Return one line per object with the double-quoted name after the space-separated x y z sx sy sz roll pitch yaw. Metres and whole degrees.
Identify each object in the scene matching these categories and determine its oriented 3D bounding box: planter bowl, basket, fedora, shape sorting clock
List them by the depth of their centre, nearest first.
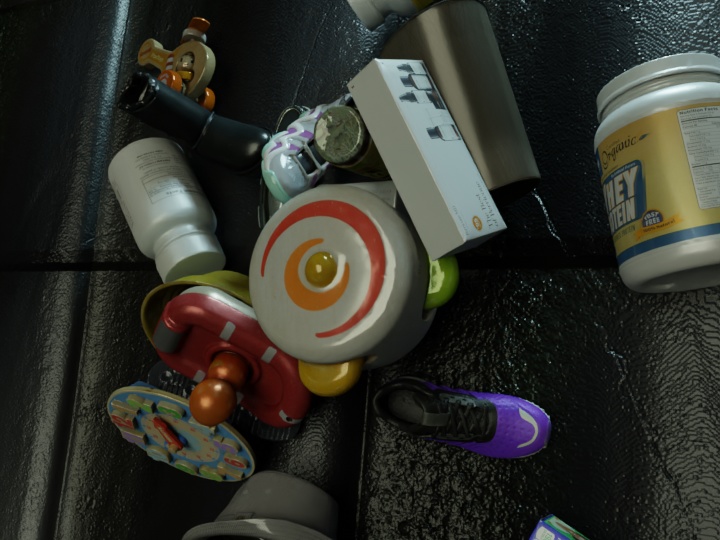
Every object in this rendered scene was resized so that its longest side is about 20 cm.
0.115 -0.169 0.781 0.135 0.180 0.201 -18 80 -12 "basket"
-0.101 0.295 0.799 0.199 0.177 0.091 -22 39 35 "fedora"
-0.223 0.208 0.848 0.199 0.201 0.039 5 46 27 "shape sorting clock"
-0.170 0.062 0.879 0.199 0.201 0.084 -8 38 24 "planter bowl"

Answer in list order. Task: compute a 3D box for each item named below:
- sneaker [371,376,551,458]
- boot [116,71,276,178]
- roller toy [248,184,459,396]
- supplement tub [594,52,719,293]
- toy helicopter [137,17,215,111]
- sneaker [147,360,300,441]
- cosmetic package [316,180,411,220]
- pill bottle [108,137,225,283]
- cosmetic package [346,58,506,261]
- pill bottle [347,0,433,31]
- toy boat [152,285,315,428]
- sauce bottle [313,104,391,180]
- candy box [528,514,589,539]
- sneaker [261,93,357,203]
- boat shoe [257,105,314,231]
0.100 0.161 0.741 0.199 0.099 0.070 6 84 27 "sneaker"
-0.219 -0.197 0.909 0.198 0.162 0.074 20 81 48 "boot"
-0.019 0.011 0.720 0.200 0.140 0.182 -48 66 8 "roller toy"
0.311 -0.089 0.666 0.144 0.145 0.201 -13 74 23 "supplement tub"
-0.284 -0.325 1.047 0.200 0.079 0.133 32 101 40 "toy helicopter"
-0.172 0.169 0.886 0.199 0.082 0.070 22 66 0 "sneaker"
0.000 0.000 0.835 0.112 0.081 0.201 -1 78 23 "cosmetic package"
-0.267 -0.078 0.962 0.114 0.114 0.200 -37 66 15 "pill bottle"
0.068 -0.115 0.691 0.051 0.082 0.201 -33 80 44 "cosmetic package"
0.071 -0.396 0.865 0.200 0.112 0.112 -33 67 16 "pill bottle"
-0.148 0.119 0.771 0.199 0.131 0.131 29 132 -8 "toy boat"
0.019 -0.137 0.785 0.064 0.200 0.065 -1 88 27 "sauce bottle"
0.224 0.365 0.652 0.199 0.077 0.170 29 92 26 "candy box"
-0.032 -0.165 0.828 0.139 0.078 0.200 -19 31 32 "sneaker"
-0.097 -0.134 0.920 0.075 0.060 0.201 -6 77 25 "boat shoe"
